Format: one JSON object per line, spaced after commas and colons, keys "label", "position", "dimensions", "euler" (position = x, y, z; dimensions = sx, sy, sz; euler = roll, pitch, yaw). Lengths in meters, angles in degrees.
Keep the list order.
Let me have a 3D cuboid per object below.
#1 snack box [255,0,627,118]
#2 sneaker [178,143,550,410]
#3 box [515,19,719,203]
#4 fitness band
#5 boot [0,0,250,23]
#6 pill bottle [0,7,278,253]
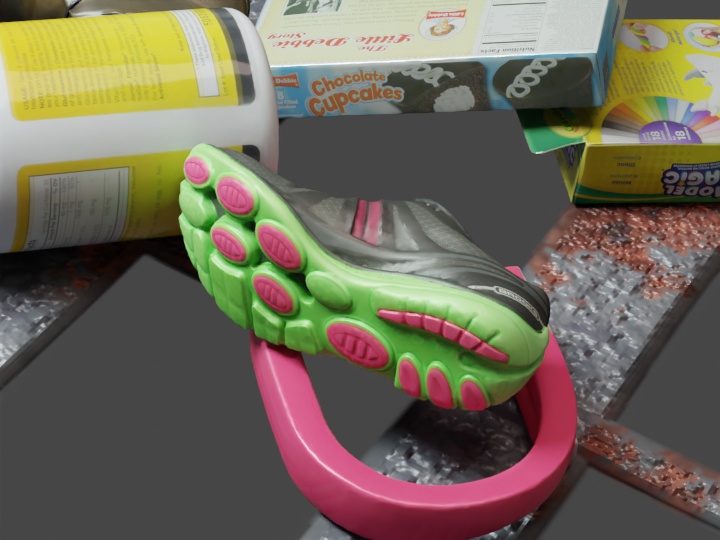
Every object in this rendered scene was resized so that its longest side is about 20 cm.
{"label": "snack box", "position": [0.041, -0.132, 1.305], "dimensions": [0.198, 0.037, 0.117], "euler": [-1, 38, 16]}
{"label": "sneaker", "position": [0.000, 0.000, 1.121], "dimensions": [0.199, 0.077, 0.084], "euler": [30, 33, 16]}
{"label": "box", "position": [0.176, -0.089, 1.319], "dimensions": [0.198, 0.049, 0.118], "euler": [1, 41, -13]}
{"label": "fitness band", "position": [0.024, 0.051, 1.136], "dimensions": [0.142, 0.038, 0.201], "euler": [-6, 42, -14]}
{"label": "boot", "position": [-0.156, -0.142, 1.292], "dimensions": [0.198, 0.075, 0.097], "euler": [5, 37, -8]}
{"label": "pill bottle", "position": [-0.147, -0.068, 1.178], "dimensions": [0.198, 0.113, 0.112], "euler": [-6, 42, -18]}
